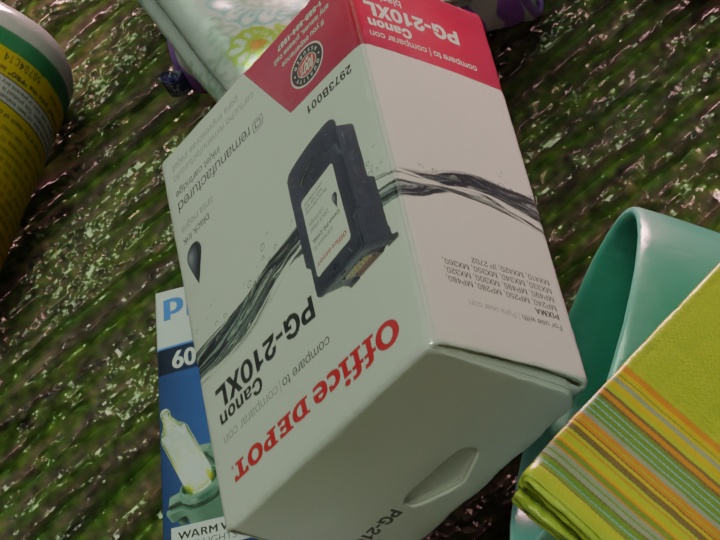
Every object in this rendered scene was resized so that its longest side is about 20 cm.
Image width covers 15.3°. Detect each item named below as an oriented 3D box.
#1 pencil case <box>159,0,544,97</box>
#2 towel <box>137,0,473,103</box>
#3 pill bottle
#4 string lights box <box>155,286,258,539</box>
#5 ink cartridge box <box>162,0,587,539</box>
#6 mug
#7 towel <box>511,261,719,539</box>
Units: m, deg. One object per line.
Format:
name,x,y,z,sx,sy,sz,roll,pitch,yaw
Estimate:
pencil case,-0.007,-0.147,1.327,0.199,0.086,0.084,-12,55,13
towel,-0.034,-0.174,1.250,0.171,0.048,0.200,-30,59,-14
pill bottle,-0.225,-0.032,1.319,0.112,0.113,0.201,7,62,25
string lights box,-0.034,0.095,1.198,0.102,0.059,0.201,-15,55,13
ink cartridge box,0.000,0.000,1.119,0.145,0.084,0.201,-44,44,36
mug,0.137,0.074,1.082,0.114,0.152,0.186,19,46,-5
towel,0.138,0.054,0.984,0.086,0.018,0.200,41,46,8
